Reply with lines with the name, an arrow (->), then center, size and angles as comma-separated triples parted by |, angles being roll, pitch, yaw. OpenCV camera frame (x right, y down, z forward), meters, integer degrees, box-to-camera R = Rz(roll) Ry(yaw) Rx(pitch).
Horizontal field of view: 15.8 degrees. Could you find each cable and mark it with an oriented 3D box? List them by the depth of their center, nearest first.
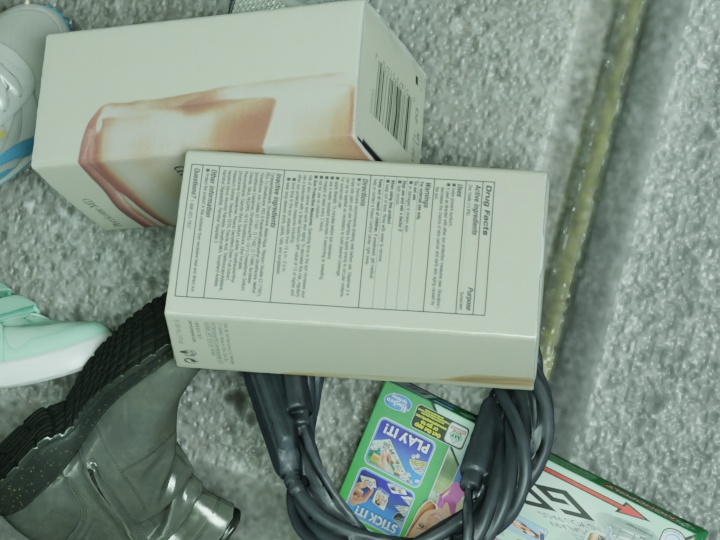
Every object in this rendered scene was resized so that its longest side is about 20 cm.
cable -> 0.028, 0.083, 1.428 | 0.162, 0.051, 0.201 | -21, 61, -2

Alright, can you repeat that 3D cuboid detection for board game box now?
board game box -> 0.077, 0.163, 1.449 | 0.199, 0.029, 0.135 | 25, 98, 21

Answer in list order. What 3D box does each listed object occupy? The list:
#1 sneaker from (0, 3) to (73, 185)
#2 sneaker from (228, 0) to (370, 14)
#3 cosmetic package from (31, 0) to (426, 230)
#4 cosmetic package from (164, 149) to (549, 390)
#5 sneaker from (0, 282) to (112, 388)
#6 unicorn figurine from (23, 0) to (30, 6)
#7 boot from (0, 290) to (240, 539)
sneaker -> -0.237, -0.082, 1.520 | 0.076, 0.081, 0.200 | 37, 71, 7
sneaker -> -0.013, -0.200, 1.459 | 0.200, 0.085, 0.077 | -47, 73, 16
cosmetic package -> -0.073, -0.085, 1.464 | 0.199, 0.103, 0.088 | -4, 68, 24
cosmetic package -> 0.000, 0.000, 1.399 | 0.198, 0.071, 0.106 | 5, 64, 5
sneaker -> -0.237, 0.007, 1.551 | 0.199, 0.074, 0.119 | 2, 96, 25
unicorn figurine -> -0.118, -0.242, 1.474 | 0.074, 0.137, 0.200 | 47, 106, 15
boot -> -0.114, 0.105, 1.497 | 0.200, 0.068, 0.131 | -42, 112, 16
